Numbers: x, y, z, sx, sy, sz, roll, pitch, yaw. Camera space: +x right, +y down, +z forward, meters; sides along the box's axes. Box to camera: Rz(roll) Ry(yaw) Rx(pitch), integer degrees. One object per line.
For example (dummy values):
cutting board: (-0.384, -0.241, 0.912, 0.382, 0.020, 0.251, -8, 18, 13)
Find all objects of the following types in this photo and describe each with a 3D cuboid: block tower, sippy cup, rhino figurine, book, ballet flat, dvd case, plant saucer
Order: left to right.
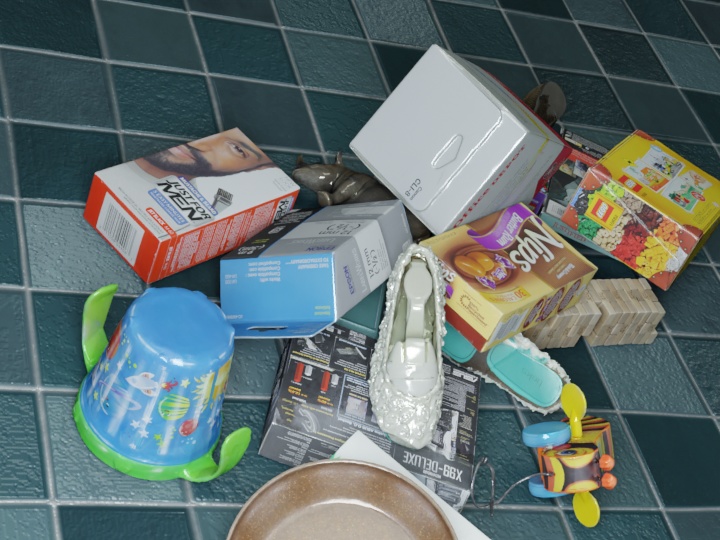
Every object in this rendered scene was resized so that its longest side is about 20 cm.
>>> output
sippy cup: (-0.171, 0.090, 1.296, 0.176, 0.131, 0.140, 21, 39, -6)
plant saucer: (-0.015, 0.251, 1.211, 0.197, 0.037, 0.202, 2, 54, -2)
rhino figurine: (-0.005, -0.072, 1.601, 0.087, 0.060, 0.200, -23, 47, -34)
plant saucer: (0.000, 0.000, 1.582, 0.069, 0.019, 0.201, 20, 38, -8)
book: (0.030, 0.247, 1.266, 0.199, 0.048, 0.134, 37, 61, 18)
ballet flat: (0.045, 0.062, 1.371, 0.071, 0.072, 0.202, 13, 56, -15)
ballet flat: (0.134, 0.080, 1.541, 0.199, 0.072, 0.072, 39, 40, 13)
ballet flat: (0.192, -0.169, 1.799, 0.068, 0.046, 0.200, 55, 43, -13)
block tower: (0.243, 0.047, 1.632, 0.198, 0.058, 0.054, 0, 46, -31)
dvd case: (0.300, -0.092, 1.847, 0.144, 0.022, 0.201, 24, 37, -2)

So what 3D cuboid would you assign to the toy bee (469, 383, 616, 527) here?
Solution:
toy bee: (0.203, 0.189, 1.403, 0.108, 0.132, 0.200, -2, 31, 34)

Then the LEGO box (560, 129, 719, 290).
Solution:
LEGO box: (0.343, -0.076, 1.749, 0.148, 0.078, 0.200, 35, 30, 13)

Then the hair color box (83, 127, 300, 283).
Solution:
hair color box: (-0.172, -0.071, 1.532, 0.111, 0.064, 0.199, 43, 40, 22)

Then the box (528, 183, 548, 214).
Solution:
box: (0.140, -0.156, 1.817, 0.198, 0.039, 0.137, 24, 39, -2)

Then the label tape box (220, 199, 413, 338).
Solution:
label tape box: (-0.057, -0.001, 1.453, 0.142, 0.067, 0.200, -3, 20, 35)

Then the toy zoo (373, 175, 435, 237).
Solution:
toy zoo: (0.087, -0.046, 1.665, 0.130, 0.021, 0.201, 10, 41, -32)

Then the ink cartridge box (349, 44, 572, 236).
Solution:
ink cartridge box: (0.111, -0.130, 1.586, 0.145, 0.146, 0.200, 45, 13, 16)

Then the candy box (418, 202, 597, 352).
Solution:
candy box: (0.146, 0.004, 1.525, 0.117, 0.057, 0.199, 42, 36, 21)

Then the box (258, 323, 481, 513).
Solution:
box: (0.014, 0.136, 1.410, 0.198, 0.050, 0.159, 19, 39, -7)
